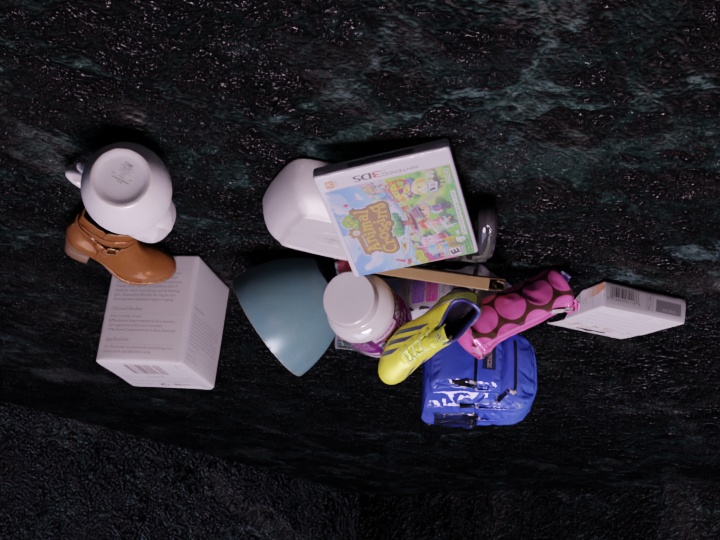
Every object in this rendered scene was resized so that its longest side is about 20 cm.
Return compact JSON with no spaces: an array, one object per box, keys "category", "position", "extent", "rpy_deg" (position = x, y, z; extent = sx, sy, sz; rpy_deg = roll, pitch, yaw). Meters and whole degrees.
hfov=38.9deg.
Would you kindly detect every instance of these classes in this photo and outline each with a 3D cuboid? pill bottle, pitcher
[{"category":"pill bottle","position":[0.010,0.067,1.613],"extent":[0.111,0.114,0.200],"rpy_deg":[0,166,17]},{"category":"pitcher","position":[-0.343,-0.116,1.414],"extent":[0.170,0.122,0.200],"rpy_deg":[24,170,-2]}]

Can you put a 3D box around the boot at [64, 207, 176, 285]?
[{"category":"boot","position":[-0.382,-0.047,1.672],"extent":[0.198,0.077,0.155],"rpy_deg":[22,152,-18]}]

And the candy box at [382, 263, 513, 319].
[{"category":"candy box","position":[0.159,0.059,1.765],"extent":[0.198,0.072,0.167],"rpy_deg":[-10,154,36]}]

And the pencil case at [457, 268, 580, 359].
[{"category":"pencil case","position":[0.248,0.071,1.629],"extent":[0.198,0.094,0.091],"rpy_deg":[-26,139,-9]}]

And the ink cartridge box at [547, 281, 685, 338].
[{"category":"ink cartridge box","position":[0.442,0.073,1.772],"extent":[0.160,0.051,0.200],"rpy_deg":[12,168,-16]}]

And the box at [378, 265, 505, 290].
[{"category":"box","position":[0.115,0.007,1.570],"extent":[0.198,0.022,0.163],"rpy_deg":[9,-179,16]}]

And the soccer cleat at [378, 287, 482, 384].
[{"category":"soccer cleat","position":[0.104,0.103,1.564],"extent":[0.065,0.200,0.084],"rpy_deg":[46,-175,-18]}]

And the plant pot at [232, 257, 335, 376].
[{"category":"plant pot","position":[-0.104,0.056,1.719],"extent":[0.134,0.201,0.200],"rpy_deg":[-35,150,6]}]

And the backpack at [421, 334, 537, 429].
[{"category":"backpack","position":[0.208,0.186,1.760],"extent":[0.197,0.164,0.168],"rpy_deg":[4,158,2]}]

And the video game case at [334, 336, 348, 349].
[{"category":"video game case","position":[0.046,0.134,2.078],"extent":[0.197,0.024,0.182],"rpy_deg":[6,159,0]}]

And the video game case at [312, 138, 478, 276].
[{"category":"video game case","position":[0.051,-0.078,1.360],"extent":[0.180,0.022,0.201],"rpy_deg":[-11,137,11]}]

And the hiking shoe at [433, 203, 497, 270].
[{"category":"hiking shoe","position":[0.130,-0.048,1.481],"extent":[0.099,0.077,0.200],"rpy_deg":[9,161,-16]}]

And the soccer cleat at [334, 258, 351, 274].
[{"category":"soccer cleat","position":[0.000,0.000,1.677],"extent":[0.076,0.067,0.200],"rpy_deg":[-9,159,3]}]

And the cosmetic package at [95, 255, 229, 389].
[{"category":"cosmetic package","position":[-0.350,0.093,1.830],"extent":[0.165,0.202,0.167],"rpy_deg":[1,159,15]}]

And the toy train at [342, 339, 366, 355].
[{"category":"toy train","position":[0.045,0.109,1.875],"extent":[0.085,0.115,0.199],"rpy_deg":[-10,154,40]}]

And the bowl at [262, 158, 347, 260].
[{"category":"bowl","position":[-0.036,-0.076,1.465],"extent":[0.198,0.076,0.200],"rpy_deg":[12,160,-18]}]
